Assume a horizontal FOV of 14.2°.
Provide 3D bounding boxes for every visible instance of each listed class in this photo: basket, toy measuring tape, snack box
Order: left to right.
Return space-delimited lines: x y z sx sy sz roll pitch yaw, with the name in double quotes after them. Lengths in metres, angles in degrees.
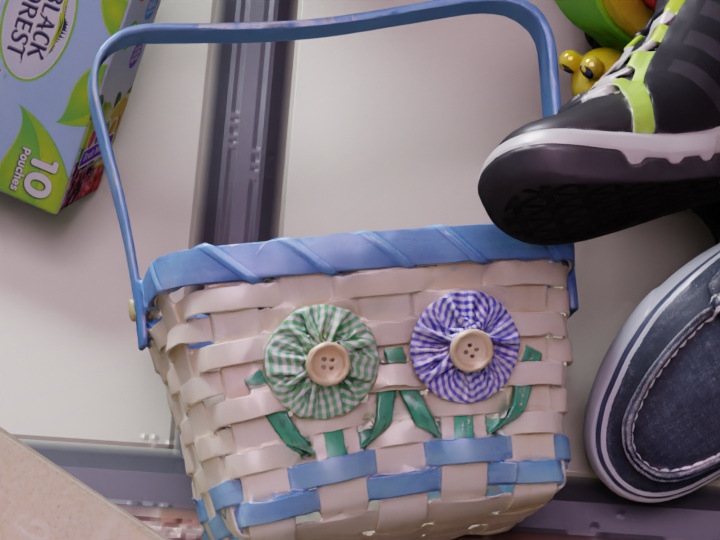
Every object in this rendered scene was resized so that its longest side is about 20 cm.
-0.176 -0.127 1.119 0.200 0.053 0.142 24 110 8 "snack box"
0.000 0.000 1.058 0.176 0.139 0.200 -8 74 -11 "basket"
0.115 -0.155 1.077 0.073 0.074 0.200 20 89 8 "toy measuring tape"

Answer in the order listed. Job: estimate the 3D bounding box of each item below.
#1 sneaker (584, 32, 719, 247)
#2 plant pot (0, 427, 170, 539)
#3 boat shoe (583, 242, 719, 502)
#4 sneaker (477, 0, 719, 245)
0.120 -0.078 1.131 0.086 0.080 0.200 -34 70 -13 "sneaker"
-0.111 0.161 0.965 0.200 0.177 0.200 32 68 12 "plant pot"
0.166 0.014 1.055 0.200 0.091 0.071 -44 103 1 "boat shoe"
0.107 -0.065 1.019 0.200 0.072 0.083 -13 79 -43 "sneaker"
